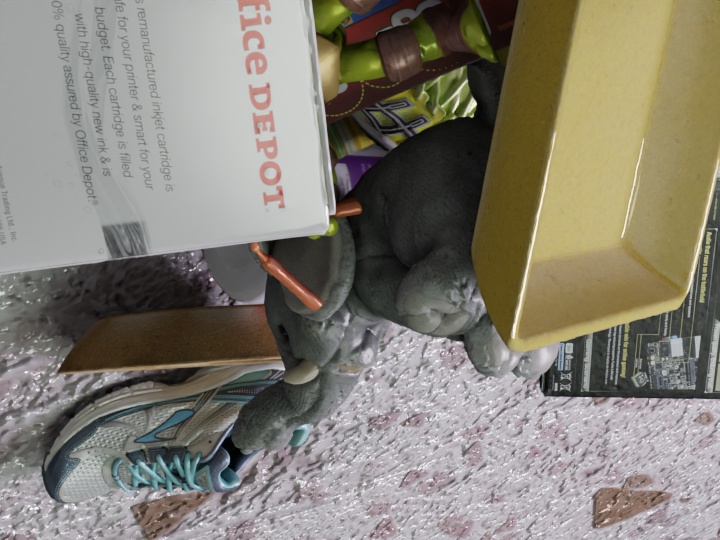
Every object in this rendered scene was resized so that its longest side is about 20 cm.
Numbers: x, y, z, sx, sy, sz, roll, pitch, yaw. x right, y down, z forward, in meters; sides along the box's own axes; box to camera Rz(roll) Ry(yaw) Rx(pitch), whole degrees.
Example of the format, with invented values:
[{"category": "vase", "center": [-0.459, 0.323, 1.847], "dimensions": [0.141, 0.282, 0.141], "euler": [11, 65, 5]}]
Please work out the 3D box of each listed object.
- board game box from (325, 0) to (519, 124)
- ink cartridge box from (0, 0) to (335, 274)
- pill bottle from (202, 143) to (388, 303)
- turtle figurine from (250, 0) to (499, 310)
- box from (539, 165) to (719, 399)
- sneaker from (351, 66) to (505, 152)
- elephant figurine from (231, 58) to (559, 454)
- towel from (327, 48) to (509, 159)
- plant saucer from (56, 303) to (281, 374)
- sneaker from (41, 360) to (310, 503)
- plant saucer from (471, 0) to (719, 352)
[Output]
[{"category": "board game box", "center": [-0.015, -0.126, 0.747], "dimensions": [0.200, 0.019, 0.103], "euler": [-20, 126, 34]}, {"category": "ink cartridge box", "center": [-0.118, -0.083, 0.615], "dimensions": [0.200, 0.084, 0.146], "euler": [-7, 116, -3]}, {"category": "pill bottle", "center": [0.010, -0.035, 0.943], "dimensions": [0.200, 0.112, 0.112], "euler": [0, 136, -34]}, {"category": "turtle figurine", "center": [-0.021, -0.090, 0.703], "dimensions": [0.161, 0.064, 0.200], "euler": [-26, 108, 13]}, {"category": "box", "center": [0.191, -0.027, 0.912], "dimensions": [0.163, 0.086, 0.200], "euler": [0, 119, 3]}, {"category": "sneaker", "center": [0.017, -0.108, 0.814], "dimensions": [0.200, 0.076, 0.076], "euler": [23, 87, -16]}, {"category": "elephant figurine", "center": [0.000, 0.000, 0.803], "dimensions": [0.200, 0.155, 0.142], "euler": [-5, 139, 36]}, {"category": "towel", "center": [0.050, -0.138, 0.874], "dimensions": [0.200, 0.086, 0.018], "euler": [-24, 177, -7]}, {"category": "plant saucer", "center": [-0.094, 0.043, 0.965], "dimensions": [0.200, 0.036, 0.200], "euler": [-3, 176, 0]}, {"category": "sneaker", "center": [-0.128, 0.122, 1.065], "dimensions": [0.200, 0.086, 0.078], "euler": [-25, 144, -5]}, {"category": "plant saucer", "center": [0.120, -0.073, 0.729], "dimensions": [0.200, 0.048, 0.200], "euler": [-9, 114, -54]}]
